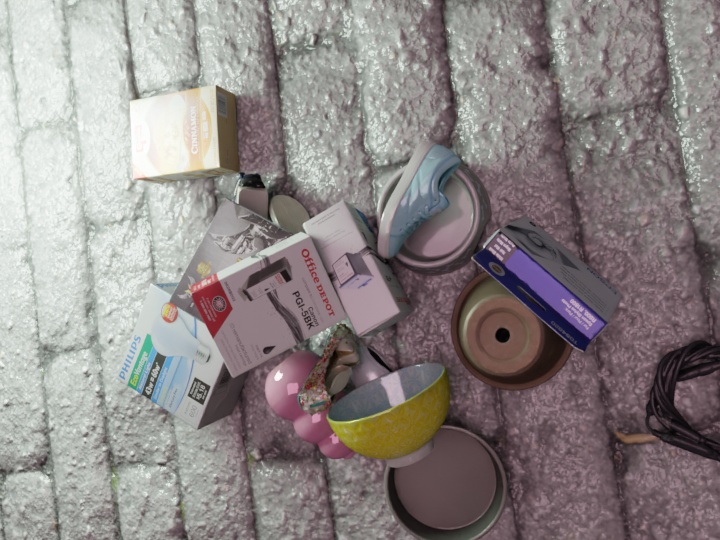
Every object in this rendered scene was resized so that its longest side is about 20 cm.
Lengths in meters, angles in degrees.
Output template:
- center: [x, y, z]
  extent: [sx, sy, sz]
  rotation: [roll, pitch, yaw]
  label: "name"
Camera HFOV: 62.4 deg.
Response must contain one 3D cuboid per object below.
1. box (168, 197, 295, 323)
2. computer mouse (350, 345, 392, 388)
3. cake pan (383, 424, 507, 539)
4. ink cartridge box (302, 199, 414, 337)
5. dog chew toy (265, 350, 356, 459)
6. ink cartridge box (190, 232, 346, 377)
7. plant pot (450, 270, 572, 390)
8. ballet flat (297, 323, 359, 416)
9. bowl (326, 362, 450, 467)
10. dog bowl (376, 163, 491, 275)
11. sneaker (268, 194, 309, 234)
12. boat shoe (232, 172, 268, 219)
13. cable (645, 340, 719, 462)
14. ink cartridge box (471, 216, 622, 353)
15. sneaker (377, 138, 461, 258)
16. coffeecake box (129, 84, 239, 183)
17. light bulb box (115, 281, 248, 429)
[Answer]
- center: [-0.203, 0.003, 1.000]
  extent: [0.157, 0.048, 0.201]
  rotation: [29, 88, 9]
  label: "box"
- center: [0.044, 0.216, 1.026]
  extent: [0.200, 0.044, 0.110]
  rotation: [44, 104, 15]
  label: "computer mouse"
- center: [0.138, 0.347, 0.975]
  extent: [0.197, 0.037, 0.203]
  rotation: [1, 94, 7]
  label: "cake pan"
- center: [0.000, 0.000, 0.988]
  extent: [0.085, 0.146, 0.202]
  rotation: [-30, 81, 10]
  label: "ink cartridge box"
- center: [-0.075, 0.240, 1.033]
  extent: [0.124, 0.124, 0.201]
  rotation: [-39, 86, 15]
  label: "dog chew toy"
- center: [-0.141, 0.049, 0.922]
  extent: [0.198, 0.083, 0.148]
  rotation: [-27, 102, -11]
  label: "ink cartridge box"
- center: [0.225, 0.089, 0.895]
  extent: [0.198, 0.174, 0.203]
  rotation: [0, 89, 18]
  label: "plant pot"
- center: [-0.037, 0.160, 0.984]
  extent: [0.063, 0.201, 0.076]
  rotation: [-13, 120, 30]
  label: "ballet flat"
- center: [0.057, 0.232, 0.909]
  extent: [0.198, 0.200, 0.109]
  rotation: [-21, 93, 18]
  label: "bowl"
- center: [0.117, -0.093, 0.996]
  extent: [0.198, 0.059, 0.203]
  rotation: [0, 90, 19]
  label: "dog bowl"
- center: [-0.119, -0.043, 1.077]
  extent: [0.201, 0.074, 0.085]
  rotation: [62, 143, 25]
  label: "sneaker"
- center: [-0.206, -0.086, 1.112]
  extent: [0.074, 0.093, 0.202]
  rotation: [4, 117, -17]
  label: "boat shoe"
- center: [0.526, 0.194, 0.858]
  extent: [0.198, 0.051, 0.165]
  rotation: [17, 90, 21]
  label: "cable"
- center: [0.277, 0.009, 0.864]
  extent: [0.199, 0.199, 0.041]
  rotation: [43, 122, 14]
  label: "ink cartridge box"
- center: [0.093, -0.102, 0.935]
  extent: [0.081, 0.074, 0.202]
  rotation: [27, 99, 21]
  label: "sneaker"
- center: [-0.341, -0.259, 1.152]
  extent: [0.198, 0.073, 0.156]
  rotation: [-4, 89, 20]
  label: "coffeecake box"
- center: [-0.314, 0.150, 1.111]
  extent: [0.198, 0.125, 0.200]
  rotation: [25, 97, 16]
  label: "light bulb box"
